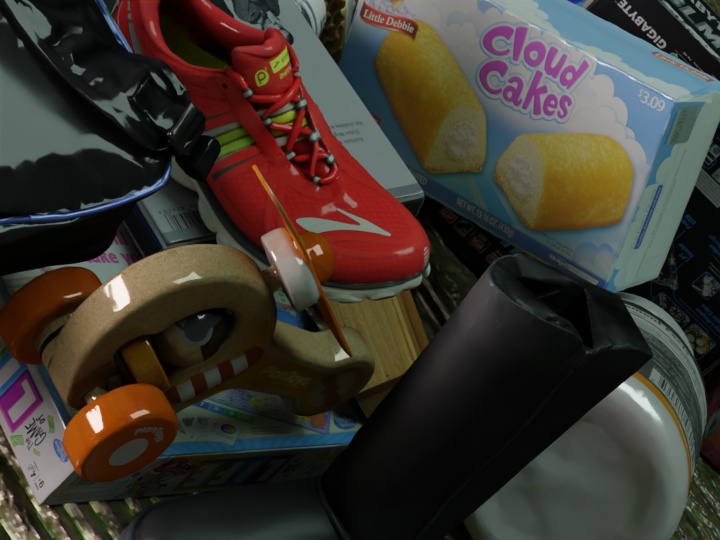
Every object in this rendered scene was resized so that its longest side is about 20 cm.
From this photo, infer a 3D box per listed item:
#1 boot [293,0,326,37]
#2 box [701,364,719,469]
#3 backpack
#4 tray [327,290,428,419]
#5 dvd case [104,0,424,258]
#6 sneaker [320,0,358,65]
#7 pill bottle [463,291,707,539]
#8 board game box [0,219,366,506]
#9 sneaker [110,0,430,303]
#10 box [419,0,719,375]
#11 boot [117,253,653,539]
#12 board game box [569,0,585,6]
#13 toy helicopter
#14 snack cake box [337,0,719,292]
[{"bbox_3d":[-0.116,-0.164,1.314,0.199,0.073,0.091,34,50,0],"label":"boot"},{"bbox_3d":[0.277,0.054,1.514,0.095,0.103,0.200,43,31,-6],"label":"box"},{"bbox_3d":[-0.188,-0.085,1.007,0.199,0.154,0.192,-13,79,-37],"label":"backpack"},{"bbox_3d":[0.000,0.000,1.249,0.099,0.037,0.201,60,10,-54],"label":"tray"},{"bbox_3d":[-0.078,-0.089,1.211,0.149,0.025,0.201,-12,54,-32],"label":"dvd case"},{"bbox_3d":[0.002,-0.170,1.461,0.090,0.075,0.201,28,37,-28],"label":"sneaker"},{"bbox_3d":[0.116,0.078,1.250,0.116,0.116,0.200,46,17,-1],"label":"pill bottle"},{"bbox_3d":[-0.093,0.037,1.134,0.199,0.034,0.135,2,52,-51],"label":"board game box"},{"bbox_3d":[-0.045,-0.064,1.120,0.200,0.085,0.077,41,47,18],"label":"sneaker"},{"bbox_3d":[0.157,-0.042,1.381,0.200,0.198,0.050,44,32,-3],"label":"box"},{"bbox_3d":[0.009,0.074,1.053,0.164,0.200,0.066,4,50,-49],"label":"boot"},{"bbox_3d":[0.125,-0.127,1.521,0.151,0.045,0.201,0,45,-8],"label":"board game box"},{"bbox_3d":[-0.048,0.025,1.046,0.079,0.132,0.200,57,19,25],"label":"toy helicopter"},{"bbox_3d":[0.084,-0.086,1.314,0.199,0.116,0.067,31,26,28],"label":"snack cake box"}]
